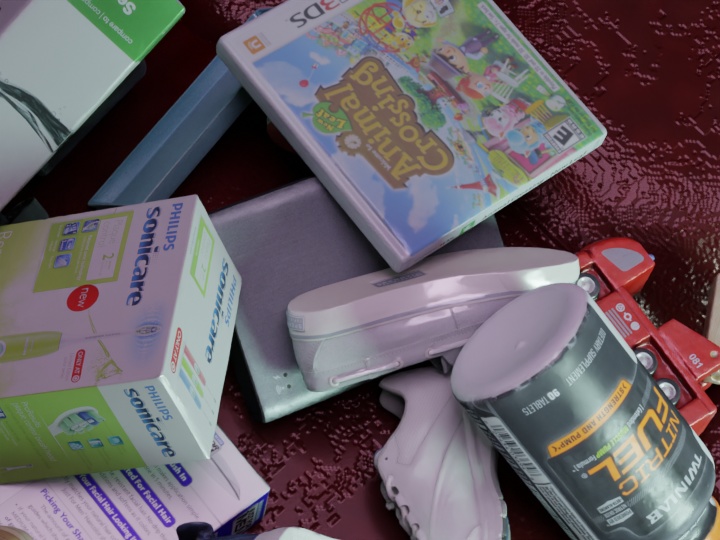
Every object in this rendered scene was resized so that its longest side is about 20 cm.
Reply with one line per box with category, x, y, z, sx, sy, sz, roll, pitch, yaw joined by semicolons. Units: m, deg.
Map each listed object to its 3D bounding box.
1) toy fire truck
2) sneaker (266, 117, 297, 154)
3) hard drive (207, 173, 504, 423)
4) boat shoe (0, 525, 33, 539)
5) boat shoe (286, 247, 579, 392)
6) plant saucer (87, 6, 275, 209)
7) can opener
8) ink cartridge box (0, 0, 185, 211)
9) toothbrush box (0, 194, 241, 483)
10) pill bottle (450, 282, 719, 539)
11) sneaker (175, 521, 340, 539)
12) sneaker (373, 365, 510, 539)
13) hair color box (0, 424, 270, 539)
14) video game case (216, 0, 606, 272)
toy fire truck;0.237;0.047;1.541;0.141;0.049;0.200;-30;72;-20
sneaker;0.003;-0.150;1.589;0.082;0.078;0.200;18;51;41
hard drive;0.000;0.000;1.501;0.199;0.033;0.140;-21;98;-21
boat shoe;-0.285;0.197;1.337;0.199;0.069;0.074;-18;80;16
boat shoe;0.051;0.033;1.469;0.199;0.072;0.069;-15;108;-23
plant saucer;-0.105;-0.110;1.560;0.200;0.070;0.019;-51;119;-25
can opener;-0.214;-0.074;1.538;0.066;0.053;0.200;47;64;-24
ink cartridge box;-0.220;-0.135;1.450;0.200;0.147;0.083;-47;116;2
toothbrush box;-0.186;0.046;1.399;0.199;0.086;0.146;-7;47;17
pill bottle;0.153;0.112;1.434;0.200;0.106;0.106;50;63;-21
sneaker;-0.059;0.216;1.395;0.146;0.200;0.081;-20;60;26
sneaker;0.053;0.149;1.461;0.087;0.075;0.201;-2;55;-1
hair color box;-0.167;0.163;1.419;0.200;0.065;0.109;-35;74;-19
video game case;0.034;-0.118;1.505;0.182;0.022;0.200;-32;73;-24
